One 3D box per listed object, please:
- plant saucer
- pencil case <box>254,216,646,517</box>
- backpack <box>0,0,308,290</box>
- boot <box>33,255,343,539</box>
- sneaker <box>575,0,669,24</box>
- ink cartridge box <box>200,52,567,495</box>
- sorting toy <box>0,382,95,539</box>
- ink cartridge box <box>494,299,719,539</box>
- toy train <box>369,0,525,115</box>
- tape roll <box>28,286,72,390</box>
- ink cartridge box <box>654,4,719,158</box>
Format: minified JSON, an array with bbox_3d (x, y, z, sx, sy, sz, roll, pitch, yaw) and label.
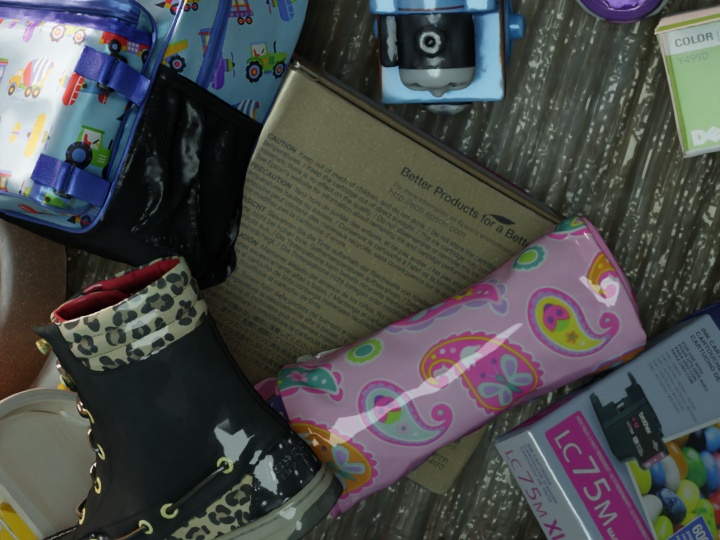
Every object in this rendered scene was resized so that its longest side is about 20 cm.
[{"bbox_3d":[-0.259,-0.002,1.486,0.199,0.034,0.201,3,97,25],"label":"plant saucer"},{"bbox_3d":[0.048,0.048,1.360,0.199,0.087,0.088,-27,92,0],"label":"pencil case"},{"bbox_3d":[-0.123,-0.111,1.345,0.182,0.134,0.201,18,85,48],"label":"backpack"},{"bbox_3d":[-0.125,0.086,1.323,0.203,0.074,0.154,-21,108,30],"label":"boot"},{"bbox_3d":[0.136,-0.230,1.395,0.080,0.088,0.201,2,99,7],"label":"sneaker"},{"bbox_3d":[0.000,0.000,1.422,0.200,0.075,0.165,31,97,-13],"label":"ink cartridge box"},{"bbox_3d":[-0.199,0.157,1.486,0.180,0.107,0.200,-23,114,31],"label":"sorting toy"},{"bbox_3d":[0.174,0.095,1.391,0.042,0.200,0.120,-28,91,54],"label":"ink cartridge box"},{"bbox_3d":[0.040,-0.181,1.402,0.086,0.114,0.201,0,97,9],"label":"toy train"},{"bbox_3d":[-0.125,-0.005,1.490,0.202,0.037,0.204,1,97,8],"label":"tape roll"},{"bbox_3d":[0.227,-0.106,1.338,0.147,0.200,0.076,-11,96,10],"label":"ink cartridge box"}]
